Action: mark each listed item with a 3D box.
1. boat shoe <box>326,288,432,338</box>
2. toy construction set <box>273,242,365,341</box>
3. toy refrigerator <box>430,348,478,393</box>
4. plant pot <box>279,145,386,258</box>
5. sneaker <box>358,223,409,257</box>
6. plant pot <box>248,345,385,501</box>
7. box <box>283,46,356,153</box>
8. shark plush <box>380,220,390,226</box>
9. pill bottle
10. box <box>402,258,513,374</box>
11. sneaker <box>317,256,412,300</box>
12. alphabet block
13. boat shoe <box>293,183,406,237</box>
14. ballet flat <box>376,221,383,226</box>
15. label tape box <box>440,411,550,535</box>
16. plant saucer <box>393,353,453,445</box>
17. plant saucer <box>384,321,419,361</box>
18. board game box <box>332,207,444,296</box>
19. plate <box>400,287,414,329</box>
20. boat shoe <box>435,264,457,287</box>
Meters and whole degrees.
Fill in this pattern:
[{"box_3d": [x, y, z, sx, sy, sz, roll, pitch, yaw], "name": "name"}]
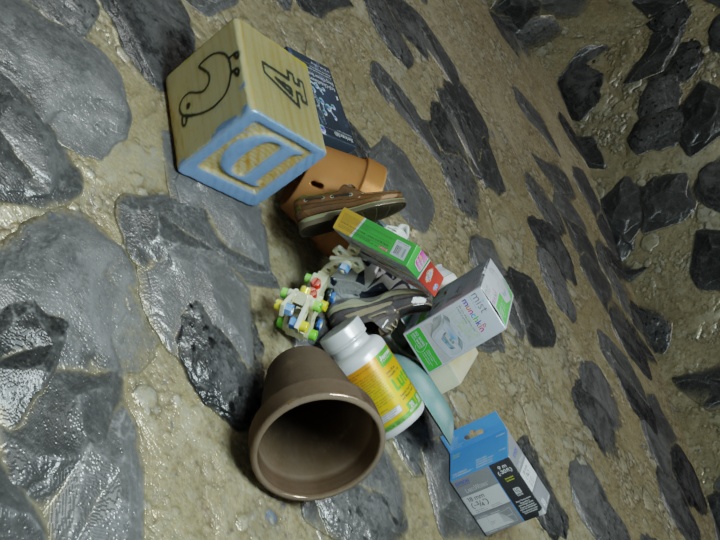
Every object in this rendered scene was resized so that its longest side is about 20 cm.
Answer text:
[{"box_3d": [0.038, 0.086, 1.619, 0.075, 0.195, 0.075, 73, 7, -67], "name": "boat shoe"}, {"box_3d": [-0.075, 0.036, 1.502, 0.091, 0.133, 0.200, 30, 57, 20], "name": "toy construction set"}, {"box_3d": [0.179, 0.187, 1.832, 0.071, 0.075, 0.200, 59, 22, -1], "name": "toy refrigerator"}, {"box_3d": [-0.059, -0.143, 1.665, 0.138, 0.200, 0.202, 31, 36, -15], "name": "plant pot"}, {"box_3d": [0.048, -0.054, 1.833, 0.075, 0.082, 0.199, 25, 14, 16], "name": "sneaker"}, {"box_3d": [-0.075, 0.206, 1.323, 0.200, 0.200, 0.176, 40, 17, -32], "name": "plant pot"}, {"box_3d": [-0.115, -0.325, 1.810, 0.147, 0.106, 0.204, 11, 55, -55], "name": "box"}, {"box_3d": [0.003, -0.121, 1.837, 0.200, 0.082, 0.092, 43, 29, -31], "name": "shark plush"}, {"box_3d": [0.016, 0.184, 1.548, 0.202, 0.110, 0.111, 57, 28, -6], "name": "pill bottle"}, {"box_3d": [0.188, 0.080, 1.677, 0.098, 0.175, 0.200, 56, 19, -5], "name": "box"}, {"box_3d": [0.000, 0.000, 1.684, 0.194, 0.080, 0.131, 3, 46, -13], "name": "sneaker"}, {"box_3d": [-0.198, -0.266, 1.531, 0.195, 0.193, 0.204, 25, 42, -49], "name": "alphabet block"}, {"box_3d": [-0.020, -0.118, 1.543, 0.072, 0.195, 0.069, 102, -26, -67], "name": "boat shoe"}, {"box_3d": [-0.003, -0.070, 1.725, 0.056, 0.067, 0.200, 31, -5, -13], "name": "ballet flat"}, {"box_3d": [0.251, 0.393, 1.710, 0.202, 0.143, 0.063, 56, 31, -7], "name": "label tape box"}, {"box_3d": [0.127, 0.231, 1.667, 0.203, 0.038, 0.201, 57, -1, 2], "name": "plant saucer"}, {"box_3d": [0.068, 0.096, 1.781, 0.199, 0.050, 0.203, 39, 35, -34], "name": "plant saucer"}, {"box_3d": [0.052, -0.029, 1.531, 0.151, 0.041, 0.200, 29, -5, 23], "name": "board game box"}, {"box_3d": [0.109, 0.072, 1.794, 0.199, 0.025, 0.203, 40, 35, -35], "name": "plate"}, {"box_3d": [0.151, 0.022, 1.977, 0.068, 0.073, 0.199, 43, 31, 16], "name": "boat shoe"}]
